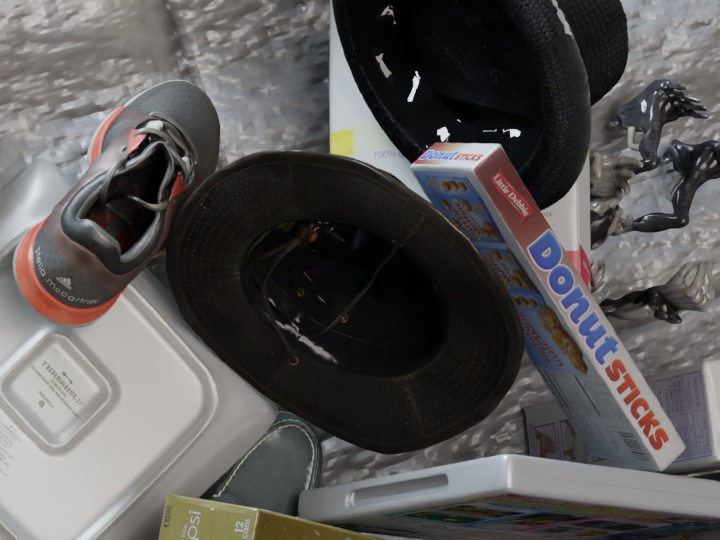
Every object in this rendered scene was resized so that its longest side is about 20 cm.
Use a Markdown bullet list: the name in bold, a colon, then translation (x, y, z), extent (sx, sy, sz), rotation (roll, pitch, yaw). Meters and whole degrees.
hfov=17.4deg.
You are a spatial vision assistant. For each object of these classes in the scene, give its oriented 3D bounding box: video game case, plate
- **video game case**: translation (0.097, 0.131, 1.306), extent (0.199, 0.182, 0.024), rotation (11, 73, -36)
- **plate**: translation (-0.168, 0.068, 1.270), extent (0.200, 0.032, 0.200), rotation (47, 65, -4)

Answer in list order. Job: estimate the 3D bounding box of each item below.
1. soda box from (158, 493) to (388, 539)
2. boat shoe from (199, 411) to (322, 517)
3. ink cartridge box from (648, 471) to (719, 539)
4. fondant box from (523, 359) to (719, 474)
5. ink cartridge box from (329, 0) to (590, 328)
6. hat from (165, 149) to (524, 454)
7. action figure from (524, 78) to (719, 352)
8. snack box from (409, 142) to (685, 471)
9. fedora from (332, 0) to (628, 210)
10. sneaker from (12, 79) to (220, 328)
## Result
- **soda box**: translation (-0.027, 0.171, 1.270), extent (0.200, 0.064, 0.068), rotation (23, 75, -54)
- **boat shoe**: translation (-0.070, 0.164, 1.301), extent (0.073, 0.062, 0.201), rotation (37, 66, -14)
- **ink cartridge box**: translation (0.215, 0.187, 1.368), extent (0.144, 0.200, 0.085), rotation (-41, 97, -27)
- **fondant box**: translation (0.207, 0.088, 1.378), extent (0.143, 0.200, 0.059), rotation (-4, 81, -27)
- **ink cartridge box**: translation (0.060, -0.058, 1.357), extent (0.144, 0.083, 0.202), rotation (-2, 80, 12)
- **hat**: translation (0.000, 0.000, 1.269), extent (0.201, 0.200, 0.081), rotation (44, 38, -14)
- **action figure**: translation (0.157, -0.026, 1.429), extent (0.119, 0.102, 0.200), rotation (51, 62, -23)
- **snack box**: translation (0.099, 0.020, 1.249), extent (0.024, 0.072, 0.201), rotation (-39, 109, -18)
- **fedora**: translation (0.075, -0.129, 1.263), extent (0.091, 0.200, 0.202), rotation (-26, 94, -30)
- **sneaker**: translation (-0.113, -0.048, 1.276), extent (0.077, 0.082, 0.200), rotation (39, 41, -11)
